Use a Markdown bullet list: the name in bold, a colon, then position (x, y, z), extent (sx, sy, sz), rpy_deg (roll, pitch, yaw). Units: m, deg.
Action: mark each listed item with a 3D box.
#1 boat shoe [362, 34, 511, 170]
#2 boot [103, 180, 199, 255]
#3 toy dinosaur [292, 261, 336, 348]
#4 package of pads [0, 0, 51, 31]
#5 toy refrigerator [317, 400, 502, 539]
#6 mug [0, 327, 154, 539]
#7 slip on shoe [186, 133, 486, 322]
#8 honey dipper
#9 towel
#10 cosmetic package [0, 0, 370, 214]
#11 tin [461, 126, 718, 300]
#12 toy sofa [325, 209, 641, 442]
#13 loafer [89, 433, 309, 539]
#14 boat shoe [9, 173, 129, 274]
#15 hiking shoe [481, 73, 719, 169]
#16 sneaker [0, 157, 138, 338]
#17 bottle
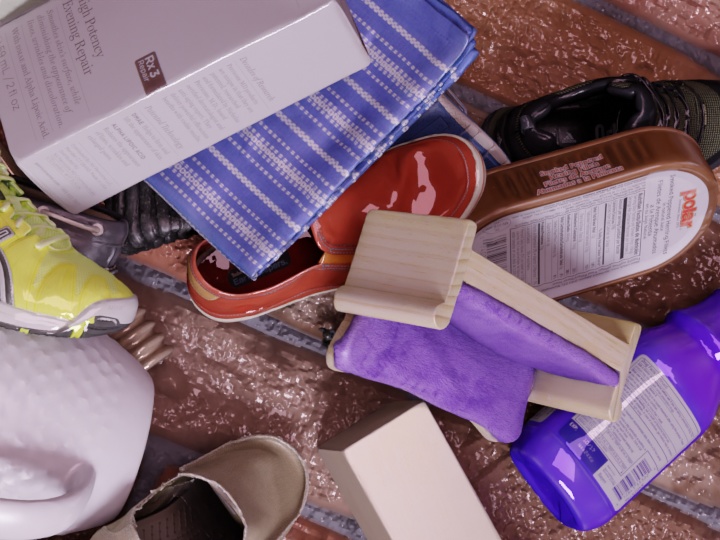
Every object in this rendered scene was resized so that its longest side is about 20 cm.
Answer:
- **boat shoe**: position (0.045, -0.090, 1.052), extent (0.072, 0.072, 0.200), rpy_deg (-30, 121, 12)
- **boot**: position (-0.083, -0.112, 1.023), extent (0.211, 0.079, 0.158), rpy_deg (-24, 85, -4)
- **toy dinosaur**: position (0.000, 0.000, 1.056), extent (0.088, 0.047, 0.200), rpy_deg (-37, 98, -21)
- **package of pads**: position (-0.211, -0.222, 0.981), extent (0.200, 0.068, 0.155), rpy_deg (-33, 66, -15)
- **toy refrigerator**: position (0.056, 0.184, 1.038), extent (0.070, 0.076, 0.200), rpy_deg (-30, 93, -14)
- **mug**: position (-0.212, 0.091, 0.917), extent (0.175, 0.200, 0.148), rpy_deg (17, 107, -16)
- **slip on shoe**: position (-0.016, -0.027, 0.985), extent (0.200, 0.061, 0.074), rpy_deg (-23, 76, 0)
- **honey dipper**: position (-0.188, -0.021, 1.015), extent (0.038, 0.038, 0.200), rpy_deg (-34, 91, -14)
- **towel**: position (-0.044, -0.111, 0.961), extent (0.145, 0.024, 0.200), rpy_deg (43, 86, 13)
- **cosmetic package**: position (-0.107, -0.126, 0.922), extent (0.200, 0.074, 0.102), rpy_deg (-28, 60, 7)
- **tin**: position (0.137, -0.029, 1.048), extent (0.199, 0.112, 0.042), rpy_deg (-16, 54, -8)
- **toy sofa**: position (0.077, 0.043, 0.971), extent (0.200, 0.083, 0.098), rpy_deg (29, 76, -45)
- **loafer**: position (-0.088, 0.150, 0.964), extent (0.076, 0.068, 0.200), rpy_deg (52, 38, 5)
- **boat shoe**: position (-0.233, -0.049, 0.967), extent (0.200, 0.074, 0.060), rpy_deg (29, 103, 5)
- **hiking shoe**: position (0.186, -0.092, 1.080), extent (0.199, 0.101, 0.076), rpy_deg (-10, 89, -15)
- **sneaker**: position (-0.210, -0.026, 0.888), extent (0.200, 0.075, 0.077), rpy_deg (26, 101, 8)
- **bottle**: position (0.195, 0.084, 1.086), extent (0.200, 0.065, 0.084), rpy_deg (-40, 102, -14)
